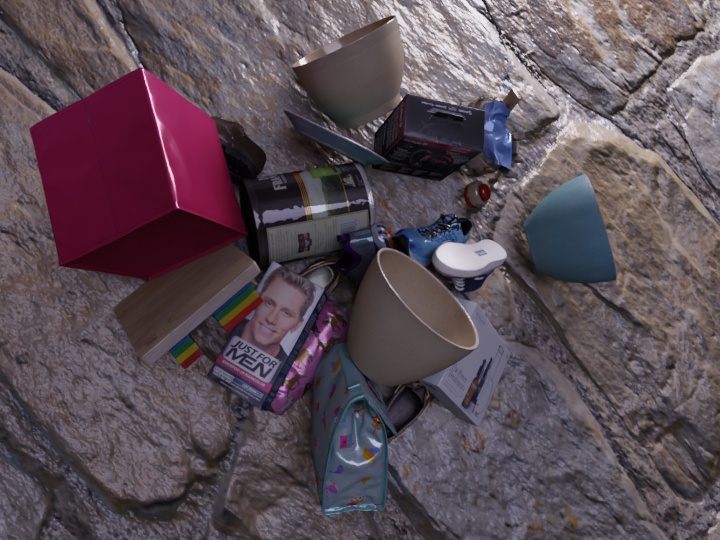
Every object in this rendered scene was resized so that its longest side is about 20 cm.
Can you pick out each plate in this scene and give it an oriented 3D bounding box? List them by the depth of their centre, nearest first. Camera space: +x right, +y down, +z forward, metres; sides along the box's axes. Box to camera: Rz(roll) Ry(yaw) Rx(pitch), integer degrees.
[{"bbox_3d":[-0.043,-0.216,0.979,0.197,0.200,0.026,23,99,-12],"label":"plate"}]

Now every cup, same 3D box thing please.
[{"bbox_3d":[0.058,0.088,0.873,0.199,0.201,0.144,39,111,-8],"label":"cup"}]

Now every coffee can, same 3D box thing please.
[{"bbox_3d":[-0.090,-0.093,0.964,0.196,0.146,0.150,-12,85,-18],"label":"coffee can"}]

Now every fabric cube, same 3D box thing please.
[{"bbox_3d":[-0.310,-0.122,0.833,0.196,0.196,0.204,-21,79,12],"label":"fabric cube"}]

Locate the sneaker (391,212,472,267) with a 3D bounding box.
[{"bbox_3d":[0.129,-0.067,1.015,0.079,0.091,0.198,47,31,23],"label":"sneaker"}]

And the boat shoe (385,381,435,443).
[{"bbox_3d":[0.092,0.221,1.017,0.200,0.059,0.072,-43,95,-18],"label":"boat shoe"}]

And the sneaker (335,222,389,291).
[{"bbox_3d":[0.000,0.000,0.971,0.085,0.202,0.075,-7,48,-6],"label":"sneaker"}]

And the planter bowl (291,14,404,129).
[{"bbox_3d":[-0.004,-0.336,1.016,0.199,0.199,0.137,-35,116,-18],"label":"planter bowl"}]

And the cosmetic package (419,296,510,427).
[{"bbox_3d":[0.184,0.162,1.002,0.200,0.051,0.153,46,65,-46],"label":"cosmetic package"}]

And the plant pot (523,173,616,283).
[{"bbox_3d":[0.386,-0.062,1.097,0.132,0.200,0.205,-17,86,18],"label":"plant pot"}]

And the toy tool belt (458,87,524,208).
[{"bbox_3d":[0.248,-0.227,1.080,0.124,0.121,0.205,8,77,-49],"label":"toy tool belt"}]

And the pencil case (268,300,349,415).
[{"bbox_3d":[-0.096,0.143,0.963,0.082,0.087,0.200,37,70,25],"label":"pencil case"}]

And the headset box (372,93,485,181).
[{"bbox_3d":[0.119,-0.231,1.018,0.145,0.200,0.077,7,81,-14],"label":"headset box"}]

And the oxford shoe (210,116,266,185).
[{"bbox_3d":[-0.247,-0.229,0.987,0.199,0.073,0.085,38,49,-5],"label":"oxford shoe"}]

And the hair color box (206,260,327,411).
[{"bbox_3d":[-0.140,0.100,0.893,0.098,0.061,0.203,26,76,9],"label":"hair color box"}]

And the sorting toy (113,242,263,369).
[{"bbox_3d":[-0.255,0.049,0.880,0.199,0.198,0.070,-42,124,-15],"label":"sorting toy"}]

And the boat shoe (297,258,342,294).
[{"bbox_3d":[-0.110,0.045,0.975,0.200,0.074,0.076,-43,94,-18],"label":"boat shoe"}]

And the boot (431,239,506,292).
[{"bbox_3d":[0.179,0.004,1.020,0.197,0.091,0.073,-7,48,-45],"label":"boot"}]

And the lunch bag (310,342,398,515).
[{"bbox_3d":[-0.015,0.233,0.888,0.119,0.171,0.205,0,110,-10],"label":"lunch bag"}]

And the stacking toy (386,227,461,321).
[{"bbox_3d":[0.086,0.010,1.037,0.108,0.116,0.203,-21,74,-24],"label":"stacking toy"}]
